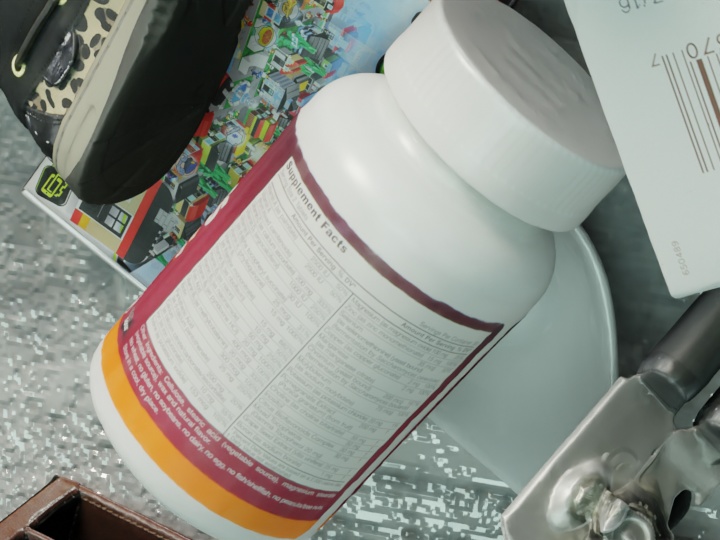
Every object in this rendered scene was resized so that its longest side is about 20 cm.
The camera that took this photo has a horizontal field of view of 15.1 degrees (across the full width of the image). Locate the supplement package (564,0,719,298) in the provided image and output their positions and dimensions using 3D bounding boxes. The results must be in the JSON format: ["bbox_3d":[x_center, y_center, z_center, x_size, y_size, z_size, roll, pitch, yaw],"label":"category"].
[{"bbox_3d":[0.152,-0.089,0.887,0.117,0.200,0.118,-17,104,21],"label":"supplement package"}]

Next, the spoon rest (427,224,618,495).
[{"bbox_3d":[0.075,0.052,1.039,0.099,0.061,0.200,-32,98,24],"label":"spoon rest"}]

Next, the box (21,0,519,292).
[{"bbox_3d":[-0.032,-0.073,1.040,0.110,0.035,0.200,38,115,1],"label":"box"}]

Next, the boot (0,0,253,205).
[{"bbox_3d":[-0.097,-0.146,0.992,0.154,0.073,0.204,39,112,28],"label":"boot"}]

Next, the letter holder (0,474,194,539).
[{"bbox_3d":[-0.110,0.214,1.124,0.142,0.101,0.200,24,114,13],"label":"letter holder"}]

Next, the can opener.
[{"bbox_3d":[0.124,0.043,0.991,0.053,0.067,0.200,42,77,-1],"label":"can opener"}]

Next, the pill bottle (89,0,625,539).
[{"bbox_3d":[0.000,0.000,0.981,0.110,0.110,0.200,42,113,-1],"label":"pill bottle"}]
